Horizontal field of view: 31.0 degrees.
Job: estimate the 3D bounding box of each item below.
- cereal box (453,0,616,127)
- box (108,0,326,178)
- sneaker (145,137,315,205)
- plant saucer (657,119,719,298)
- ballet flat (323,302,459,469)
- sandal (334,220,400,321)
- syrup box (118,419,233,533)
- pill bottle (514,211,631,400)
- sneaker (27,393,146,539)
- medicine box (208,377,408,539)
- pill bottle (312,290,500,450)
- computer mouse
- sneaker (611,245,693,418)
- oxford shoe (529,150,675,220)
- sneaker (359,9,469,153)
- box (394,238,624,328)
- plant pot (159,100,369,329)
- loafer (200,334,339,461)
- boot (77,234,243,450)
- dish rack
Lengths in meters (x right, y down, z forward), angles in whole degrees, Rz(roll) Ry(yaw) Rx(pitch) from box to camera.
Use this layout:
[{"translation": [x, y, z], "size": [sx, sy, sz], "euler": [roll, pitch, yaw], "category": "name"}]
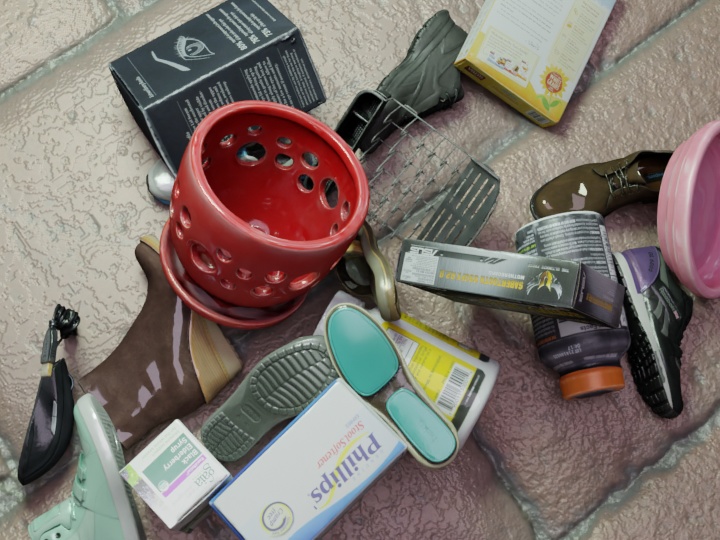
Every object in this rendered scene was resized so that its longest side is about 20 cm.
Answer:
[{"translation": [0.214, -0.293, 1.556], "size": [0.144, 0.039, 0.201], "euler": [32, 75, -18], "category": "cereal box"}, {"translation": [-0.164, -0.214, 1.478], "size": [0.199, 0.105, 0.148], "euler": [-29, 38, -8], "category": "box"}, {"translation": [-0.152, -0.126, 1.500], "size": [0.199, 0.087, 0.075], "euler": [-12, 78, -4], "category": "sneaker"}, {"translation": [0.390, -0.070, 1.473], "size": [0.051, 0.200, 0.201], "euler": [6, 72, 37], "category": "plant saucer"}, {"translation": [0.029, 0.121, 1.349], "size": [0.069, 0.069, 0.200], "euler": [-34, 88, -10], "category": "ballet flat"}, {"translation": [0.000, 0.000, 1.424], "size": [0.054, 0.200, 0.081], "euler": [-17, 116, -3], "category": "sandal"}, {"translation": [-0.185, 0.218, 1.355], "size": [0.079, 0.200, 0.081], "euler": [-43, 82, -10], "category": "syrup box"}, {"translation": [0.243, 0.043, 1.464], "size": [0.106, 0.106, 0.201], "euler": [-9, 77, -4], "category": "pill bottle"}, {"translation": [-0.306, 0.238, 1.388], "size": [0.118, 0.074, 0.201], "euler": [-13, 99, -3], "category": "sneaker"}, {"translation": [-0.054, 0.221, 1.359], "size": [0.182, 0.200, 0.103], "euler": [-43, 81, -11], "category": "medicine box"}, {"translation": [0.043, 0.108, 1.435], "size": [0.199, 0.114, 0.115], "euler": [27, 77, 5], "category": "pill bottle"}, {"translation": [-0.327, 0.134, 1.402], "size": [0.046, 0.140, 0.201], "euler": [13, 76, -6], "category": "computer mouse"}, {"translation": [0.349, 0.065, 1.482], "size": [0.087, 0.076, 0.201], "euler": [-12, 77, -11], "category": "sneaker"}, {"translation": [0.293, -0.104, 1.514], "size": [0.199, 0.084, 0.073], "euler": [-19, 79, -5], "category": "oxford shoe"}, {"translation": [0.071, -0.213, 1.540], "size": [0.091, 0.076, 0.200], "euler": [38, 81, -3], "category": "sneaker"}, {"translation": [0.158, 0.014, 1.363], "size": [0.199, 0.158, 0.049], "euler": [9, 84, 28], "category": "box"}, {"translation": [-0.112, -0.053, 1.398], "size": [0.199, 0.183, 0.201], "euler": [13, 52, -17], "category": "plant pot"}, {"translation": [-0.094, 0.127, 1.408], "size": [0.200, 0.070, 0.075], "euler": [-37, 99, 25], "category": "loafer"}, {"translation": [-0.245, 0.078, 1.451], "size": [0.166, 0.072, 0.200], "euler": [-32, 83, -11], "category": "boot"}, {"translation": [0.053, -0.099, 1.481], "size": [0.200, 0.055, 0.154], "euler": [37, 119, 5], "category": "dish rack"}]
